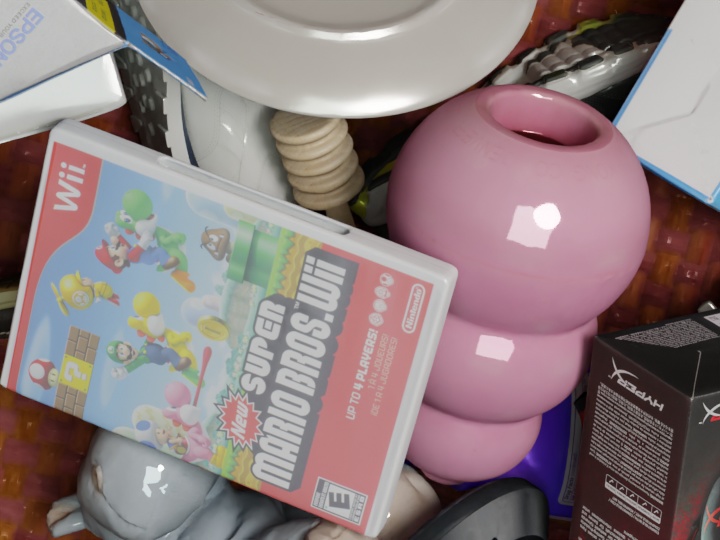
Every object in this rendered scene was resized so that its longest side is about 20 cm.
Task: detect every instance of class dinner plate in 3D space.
[{"bbox_3d":[-0.011,-0.157,1.212,0.200,0.200,0.024,-4,144,-8],"label":"dinner plate"}]

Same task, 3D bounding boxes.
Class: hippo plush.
[{"bbox_3d":[-0.060,0.122,1.282,0.159,0.200,0.161,-40,79,-14],"label":"hippo plush"}]

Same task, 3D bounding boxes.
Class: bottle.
[{"bbox_3d":[0.101,0.088,1.315,0.200,0.065,0.084,9,80,-18],"label":"bottle"}]

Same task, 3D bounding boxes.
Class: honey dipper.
[{"bbox_3d":[0.000,0.000,1.282,0.038,0.038,0.200,-23,127,-4],"label":"honey dipper"}]

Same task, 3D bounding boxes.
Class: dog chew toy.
[{"bbox_3d":[0.063,0.014,1.200,0.124,0.125,0.200,8,120,-11],"label":"dog chew toy"}]

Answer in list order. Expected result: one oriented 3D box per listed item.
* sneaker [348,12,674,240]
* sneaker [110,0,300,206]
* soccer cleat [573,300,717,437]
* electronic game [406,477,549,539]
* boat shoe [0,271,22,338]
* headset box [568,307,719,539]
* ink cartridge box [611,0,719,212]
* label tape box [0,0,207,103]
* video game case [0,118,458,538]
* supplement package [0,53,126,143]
[{"bbox_3d":[0.093,-0.061,1.301,0.200,0.074,0.085,-29,110,6],"label":"sneaker"},{"bbox_3d":[-0.070,-0.081,1.270,0.080,0.076,0.200,-19,109,-16],"label":"sneaker"},{"bbox_3d":[0.199,0.055,1.293,0.200,0.069,0.085,-33,95,-24],"label":"soccer cleat"},{"bbox_3d":[0.025,0.185,1.248,0.042,0.200,0.200,37,94,23],"label":"electronic game"},{"bbox_3d":[-0.114,0.022,1.234,0.200,0.073,0.065,-9,100,35],"label":"boat shoe"},{"bbox_3d":[0.179,0.121,1.213,0.149,0.075,0.200,-10,118,-32],"label":"headset box"},{"bbox_3d":[0.205,-0.083,1.277,0.068,0.200,0.116,33,96,23],"label":"ink cartridge box"},{"bbox_3d":[-0.165,-0.123,1.080,0.200,0.144,0.063,40,94,-13],"label":"label tape box"},{"bbox_3d":[-0.065,0.027,1.172,0.200,0.017,0.143,21,117,12],"label":"video game case"},{"bbox_3d":[-0.195,-0.164,1.203,0.117,0.117,0.200,-17,103,-6],"label":"supplement package"}]
